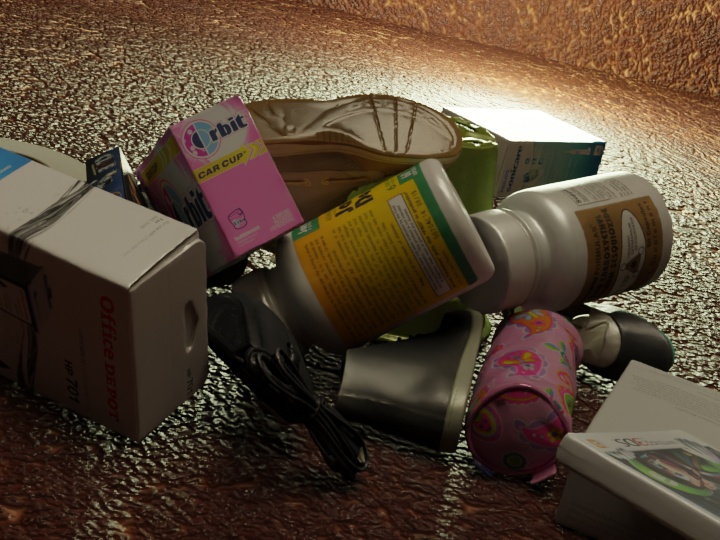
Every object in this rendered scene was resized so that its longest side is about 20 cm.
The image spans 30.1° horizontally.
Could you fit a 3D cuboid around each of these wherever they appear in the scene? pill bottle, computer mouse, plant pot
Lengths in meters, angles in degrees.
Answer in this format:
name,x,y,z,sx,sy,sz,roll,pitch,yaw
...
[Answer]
name,x,y,z,sx,sy,sz,roll,pitch,yaw
pill bottle,0.181,-0.022,1.226,0.199,0.115,0.114,-12,30,-35
pill bottle,0.000,0.000,1.109,0.199,0.113,0.113,-28,19,7
computer mouse,-0.064,0.067,1.002,0.139,0.053,0.200,52,-11,-33
plant pot,0.051,-0.050,1.286,0.199,0.191,0.200,11,20,-4

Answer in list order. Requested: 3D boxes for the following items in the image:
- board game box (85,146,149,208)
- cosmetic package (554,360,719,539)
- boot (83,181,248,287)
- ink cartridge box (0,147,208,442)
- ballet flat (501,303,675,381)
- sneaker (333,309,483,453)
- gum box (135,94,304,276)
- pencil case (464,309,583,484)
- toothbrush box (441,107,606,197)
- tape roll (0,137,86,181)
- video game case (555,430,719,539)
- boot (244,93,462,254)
name,x,y,z,sx,sy,sz,roll,pitch,yaw
board game box,-0.182,-0.014,1.107,0.034,0.136,0.200,-24,22,-3
cosmetic package,0.227,0.145,1.037,0.101,0.074,0.200,20,23,18
boot,-0.212,-0.057,1.291,0.210,0.080,0.158,17,23,-23
ink cartridge box,-0.216,0.014,0.974,0.199,0.147,0.086,23,40,24
ballet flat,0.205,0.058,1.272,0.073,0.073,0.200,-1,17,-35
sneaker,0.041,0.073,1.109,0.106,0.075,0.200,14,20,3
gum box,-0.124,-0.061,1.127,0.066,0.114,0.200,-28,2,-19
pencil case,0.137,0.099,1.097,0.087,0.088,0.200,15,20,6
toothbrush box,0.222,-0.168,1.886,0.199,0.086,0.146,-3,26,-40
tape roll,-0.369,-0.091,1.355,0.202,0.037,0.203,13,19,-4
video game case,0.246,0.153,0.838,0.200,0.023,0.181,29,13,35
boot,-0.014,-0.076,1.186,0.199,0.156,0.073,0,49,-2
